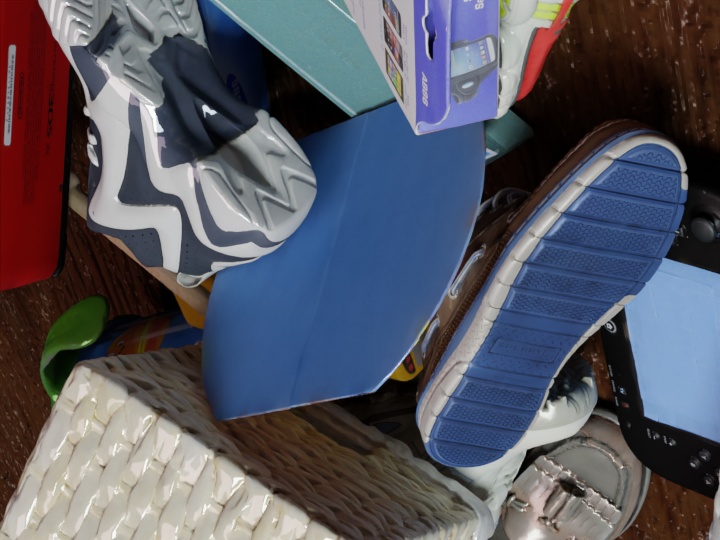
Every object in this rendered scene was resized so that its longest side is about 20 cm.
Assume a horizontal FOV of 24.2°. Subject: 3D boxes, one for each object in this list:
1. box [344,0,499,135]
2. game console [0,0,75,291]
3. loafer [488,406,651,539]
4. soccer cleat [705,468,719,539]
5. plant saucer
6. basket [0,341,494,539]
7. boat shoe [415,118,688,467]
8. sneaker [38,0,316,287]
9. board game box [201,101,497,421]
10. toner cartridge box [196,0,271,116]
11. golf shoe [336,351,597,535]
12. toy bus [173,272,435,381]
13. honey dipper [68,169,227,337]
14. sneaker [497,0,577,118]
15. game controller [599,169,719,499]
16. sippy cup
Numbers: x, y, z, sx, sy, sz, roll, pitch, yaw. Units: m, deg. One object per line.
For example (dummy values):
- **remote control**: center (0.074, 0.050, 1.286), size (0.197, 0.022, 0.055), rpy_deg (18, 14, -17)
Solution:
- **box**: center (0.014, -0.148, 0.678), size (0.201, 0.041, 0.120), rpy_deg (-117, 17, -44)
- **game console**: center (-0.217, -0.098, 0.901), size (0.118, 0.172, 0.202), rpy_deg (5, 97, 11)
- **loafer**: center (0.102, 0.151, 0.960), size (0.072, 0.063, 0.200), rpy_deg (38, 143, 7)
- **soccer cleat**: center (0.191, 0.079, 0.762), size (0.086, 0.070, 0.201), rpy_deg (30, 114, -6)
- **plant saucer**: center (-0.010, -0.109, 0.811), size (0.200, 0.019, 0.070), rpy_deg (37, 146, -17)
- **basket**: center (-0.073, 0.163, 0.862), size (0.197, 0.161, 0.201), rpy_deg (31, 100, 20)
- **boat shoe**: center (0.075, 0.000, 0.778), size (0.072, 0.073, 0.201), rpy_deg (14, 127, -28)
- **sneaker**: center (-0.118, -0.076, 0.845), size (0.199, 0.079, 0.130), rpy_deg (48, 139, -2)
- **board game box**: center (0.000, 0.000, 0.803), size (0.039, 0.159, 0.199), rpy_deg (30, 152, -31)
- **toner cartridge box**: center (-0.105, -0.155, 0.871), size (0.094, 0.043, 0.201), rpy_deg (20, 137, 29)
- **golf shoe**: center (0.069, 0.097, 0.916), size (0.200, 0.078, 0.098), rpy_deg (-15, 99, 59)
- **toy bus**: center (-0.008, 0.005, 0.905), size (0.199, 0.078, 0.065), rpy_deg (12, 134, 38)
- **honey dipper**: center (-0.107, 0.000, 0.908), size (0.200, 0.038, 0.038), rpy_deg (35, 144, 30)
- **sneaker**: center (0.082, -0.129, 0.702), size (0.200, 0.084, 0.077), rpy_deg (109, 138, -70)
- **game controller**: center (0.159, 0.033, 0.813), size (0.104, 0.042, 0.201), rpy_deg (11, 132, 35)
- **sippy cup**: center (-0.098, 0.078, 1.028), size (0.130, 0.177, 0.141), rpy_deg (-23, 80, 39)
